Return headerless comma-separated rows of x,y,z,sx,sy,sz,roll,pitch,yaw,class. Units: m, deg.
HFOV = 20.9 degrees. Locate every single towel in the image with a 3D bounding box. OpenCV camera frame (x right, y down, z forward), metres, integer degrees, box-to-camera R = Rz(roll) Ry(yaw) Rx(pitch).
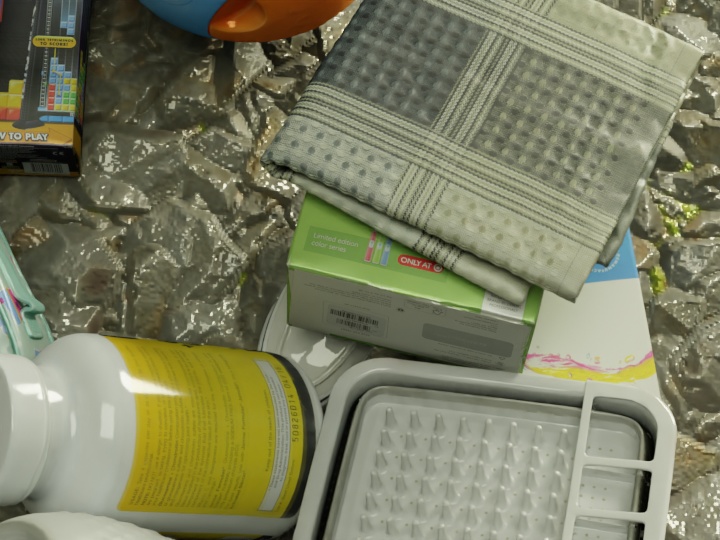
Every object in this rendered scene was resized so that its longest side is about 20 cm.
0.074,-0.087,1.106,0.199,0.035,0.193,25,62,12,towel

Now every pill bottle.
-0.126,0.094,1.096,0.199,0.112,0.113,8,65,-38,pill bottle

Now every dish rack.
0.070,0.135,1.085,0.199,0.044,0.172,7,53,10,dish rack

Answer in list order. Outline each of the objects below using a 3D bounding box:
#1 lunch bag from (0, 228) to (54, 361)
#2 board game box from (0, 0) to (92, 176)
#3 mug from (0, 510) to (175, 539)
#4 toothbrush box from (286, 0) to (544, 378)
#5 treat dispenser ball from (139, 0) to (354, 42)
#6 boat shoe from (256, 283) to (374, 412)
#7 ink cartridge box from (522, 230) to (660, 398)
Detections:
-0.274,0.021,1.158,0.160,0.077,0.201,-27,80,3,lunch bag
-0.274,-0.148,1.249,0.199,0.057,0.166,1,72,-3,board game box
-0.124,0.220,0.999,0.148,0.175,0.200,-40,42,12,mug
0.049,-0.055,1.148,0.145,0.086,0.201,12,65,4,toothbrush box
-0.071,-0.243,1.216,0.200,0.201,0.202,1,70,-3,treat dispenser ball
0.000,0.000,1.205,0.072,0.066,0.200,34,72,9,boat shoe
0.120,0.078,1.182,0.115,0.067,0.201,-7,71,-4,ink cartridge box
